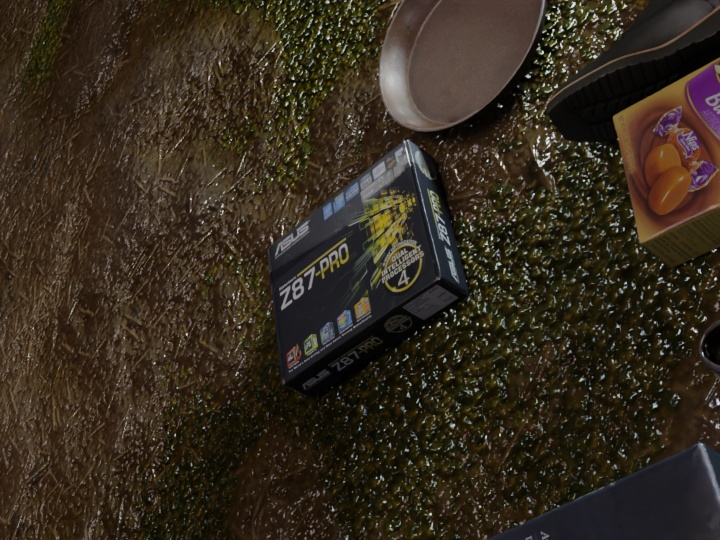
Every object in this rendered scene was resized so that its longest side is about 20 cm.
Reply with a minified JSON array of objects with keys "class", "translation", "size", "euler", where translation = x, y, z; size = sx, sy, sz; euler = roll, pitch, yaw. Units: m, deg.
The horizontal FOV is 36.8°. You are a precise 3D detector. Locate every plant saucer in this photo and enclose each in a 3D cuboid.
[{"class":"plant saucer","translation":[0.100,-0.219,1.024],"size":[0.198,0.034,0.204],"euler":[-23,54,36]}]

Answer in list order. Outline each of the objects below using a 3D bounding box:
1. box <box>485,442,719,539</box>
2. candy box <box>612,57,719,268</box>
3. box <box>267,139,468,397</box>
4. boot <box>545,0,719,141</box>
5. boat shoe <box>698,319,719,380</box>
[{"class":"box","translation":[0.169,0.211,0.613],"size":[0.199,0.195,0.119],"euler":[-32,49,30]},{"class":"candy box","translation":[0.282,-0.098,0.757],"size":[0.198,0.056,0.119],"euler":[-27,52,33]},{"class":"box","translation":[0.000,0.000,1.007],"size":[0.199,0.049,0.163],"euler":[-35,46,30]},{"class":"boot","translation":[0.233,-0.197,0.854],"size":[0.197,0.077,0.140],"euler":[-23,50,21]},{"class":"boat shoe","translation":[0.269,0.053,0.628],"size":[0.200,0.072,0.076],"euler":[152,134,-69]}]
